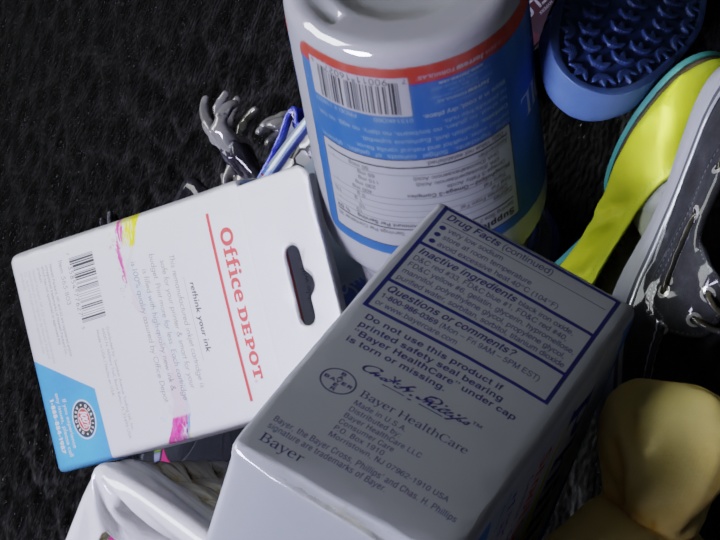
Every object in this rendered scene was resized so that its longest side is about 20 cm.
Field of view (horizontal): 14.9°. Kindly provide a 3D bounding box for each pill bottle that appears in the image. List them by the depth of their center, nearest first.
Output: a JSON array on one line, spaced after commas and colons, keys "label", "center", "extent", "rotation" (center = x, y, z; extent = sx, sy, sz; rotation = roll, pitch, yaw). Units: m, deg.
[{"label": "pill bottle", "center": [0.030, -0.066, 1.294], "extent": [0.201, 0.111, 0.113], "rotation": [80, -176, -47]}]

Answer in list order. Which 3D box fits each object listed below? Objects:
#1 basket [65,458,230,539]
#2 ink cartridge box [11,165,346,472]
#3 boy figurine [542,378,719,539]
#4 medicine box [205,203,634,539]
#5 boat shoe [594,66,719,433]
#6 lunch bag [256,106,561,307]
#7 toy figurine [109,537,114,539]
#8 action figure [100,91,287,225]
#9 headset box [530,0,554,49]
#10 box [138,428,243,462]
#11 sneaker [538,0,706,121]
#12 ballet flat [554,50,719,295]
[{"label": "basket", "center": [-0.049, 0.193, 1.392], "extent": [0.200, 0.123, 0.136], "rotation": [33, 112, 30]}, {"label": "ink cartridge box", "center": [-0.072, 0.022, 1.373], "extent": [0.199, 0.068, 0.116], "rotation": [-16, 86, 36]}, {"label": "boy figurine", "center": [0.100, 0.139, 1.171], "extent": [0.064, 0.124, 0.201], "rotation": [34, 110, 48]}, {"label": "medicine box", "center": [0.013, 0.106, 1.168], "extent": [0.200, 0.103, 0.183], "rotation": [-48, -18, -48]}, {"label": "boat shoe", "center": [0.162, 0.002, 1.206], "extent": [0.066, 0.070, 0.201], "rotation": [12, 80, 68]}, {"label": "lunch bag", "center": [0.000, 0.000, 1.443], "extent": [0.200, 0.160, 0.076], "rotation": [-52, -16, 7]}, {"label": "toy figurine", "center": [-0.135, 0.233, 1.560], "extent": [0.201, 0.149, 0.185], "rotation": [-81, 13, -52]}, {"label": "action figure", "center": [-0.054, -0.054, 1.606], "extent": [0.199, 0.119, 0.103], "rotation": [-25, 69, 14]}, {"label": "headset box", "center": [0.020, -0.180, 1.536], "extent": [0.075, 0.200, 0.149], "rotation": [-45, 17, -11]}, {"label": "box", "center": [-0.045, 0.093, 1.590], "extent": [0.200, 0.106, 0.123], "rotation": [-20, 58, 64]}, {"label": "sneaker", "center": [0.127, -0.121, 1.324], "extent": [0.200, 0.070, 0.078], "rotation": [-59, -5, -46]}, {"label": "ballet flat", "center": [0.137, -0.012, 1.291], "extent": [0.200, 0.066, 0.067], "rotation": [-59, 47, 40]}]
